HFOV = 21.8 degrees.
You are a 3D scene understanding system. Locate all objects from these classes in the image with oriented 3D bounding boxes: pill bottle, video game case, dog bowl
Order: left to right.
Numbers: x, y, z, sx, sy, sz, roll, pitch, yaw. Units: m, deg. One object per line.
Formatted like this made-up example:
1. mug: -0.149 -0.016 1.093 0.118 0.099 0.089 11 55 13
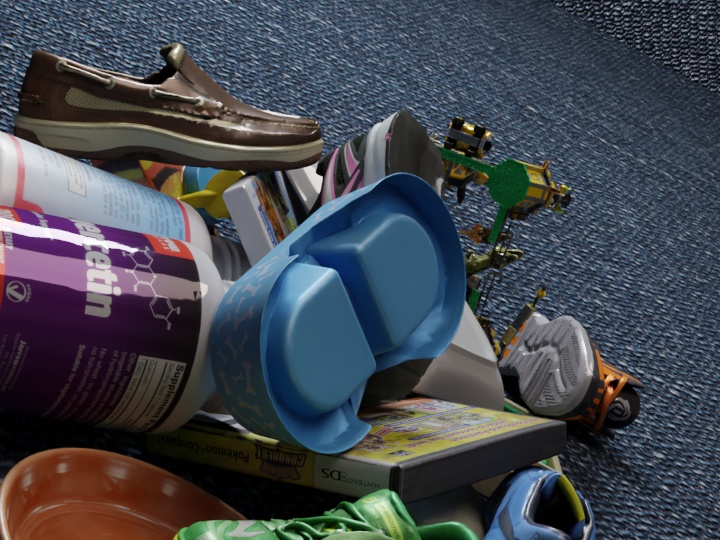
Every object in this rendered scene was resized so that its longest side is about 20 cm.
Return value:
1. pill bottle: -0.153 0.029 1.033 0.200 0.113 0.112 11 28 -31
2. pill bottle: -0.163 -0.006 1.147 0.200 0.109 0.109 20 23 -33
3. video game case: -0.041 -0.004 1.245 0.200 0.018 0.143 -63 131 -78
4. dog bowl: -0.013 0.023 1.059 0.200 0.050 0.112 -44 119 -45
5. video game case: 0.000 0.100 1.130 0.181 0.026 0.200 7 7 32

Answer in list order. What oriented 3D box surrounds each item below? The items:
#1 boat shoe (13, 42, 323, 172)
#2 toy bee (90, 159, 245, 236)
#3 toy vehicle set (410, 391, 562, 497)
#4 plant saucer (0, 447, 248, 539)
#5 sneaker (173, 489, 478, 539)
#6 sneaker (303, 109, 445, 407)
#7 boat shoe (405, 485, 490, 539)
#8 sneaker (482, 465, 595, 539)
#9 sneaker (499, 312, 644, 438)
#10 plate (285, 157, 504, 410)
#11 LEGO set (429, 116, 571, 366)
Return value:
1. boat shoe: -0.115 -0.106 1.182 0.202 0.075 0.075 2 10 -26
2. toy bee: -0.121 -0.026 1.273 0.200 0.131 0.109 36 40 -28
3. toy vehicle set: 0.056 0.104 1.361 0.200 0.027 0.124 29 19 -15
4. plant saucer: -0.101 0.166 0.948 0.200 0.032 0.200 30 20 -12
5. sneaker: -0.016 0.145 0.963 0.200 0.084 0.074 13 29 -46
6. sneaker: 0.000 0.000 1.192 0.080 0.086 0.200 38 50 -38
7. boat shoe: 0.047 0.179 1.112 0.073 0.062 0.200 18 24 -29
8. sneaker: 0.111 0.146 1.081 0.066 0.078 0.200 33 16 2
9. sneaker: 0.183 0.090 1.487 0.112 0.078 0.200 31 6 -12
10. plate: 0.032 0.006 1.321 0.200 0.032 0.200 60 14 20
11. LEGO set: 0.092 -0.015 1.483 0.154 0.200 0.116 15 4 36
